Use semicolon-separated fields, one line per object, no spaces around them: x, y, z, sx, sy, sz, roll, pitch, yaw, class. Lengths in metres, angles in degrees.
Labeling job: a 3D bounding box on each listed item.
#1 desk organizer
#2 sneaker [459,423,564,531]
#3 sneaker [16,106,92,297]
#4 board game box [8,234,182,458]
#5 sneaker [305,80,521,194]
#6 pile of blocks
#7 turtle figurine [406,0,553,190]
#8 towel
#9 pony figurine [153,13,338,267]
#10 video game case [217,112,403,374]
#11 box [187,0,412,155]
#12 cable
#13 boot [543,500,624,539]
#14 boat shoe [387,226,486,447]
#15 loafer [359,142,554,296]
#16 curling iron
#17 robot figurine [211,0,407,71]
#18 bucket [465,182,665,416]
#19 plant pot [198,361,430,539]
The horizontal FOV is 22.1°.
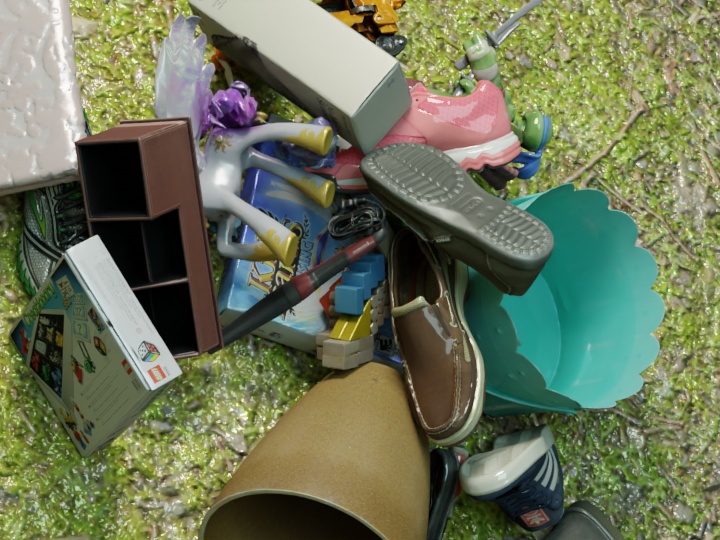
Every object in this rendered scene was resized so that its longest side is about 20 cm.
-0.176;-0.021;1.534;0.077;0.071;0.202;-31;117;-60;desk organizer
0.142;0.191;1.609;0.200;0.075;0.085;-14;87;-71;sneaker
-0.254;-0.053;1.567;0.078;0.085;0.201;-7;75;-26;sneaker
-0.216;0.065;1.473;0.034;0.200;0.127;-29;84;-30;board game box
0.040;-0.121;1.646;0.199;0.074;0.087;-12;97;-4;sneaker
0.000;0.000;1.616;0.201;0.062;0.082;-60;139;-33;pile of blocks
0.084;-0.182;1.731;0.192;0.144;0.202;-1;106;-13;turtle figurine
-0.330;-0.153;1.556;0.190;0.032;0.201;-12;73;5;towel
-0.120;-0.102;1.596;0.199;0.167;0.194;14;79;20;pony figurine
-0.026;-0.022;1.679;0.180;0.045;0.201;18;65;-16;video game case
-0.053;-0.192;1.613;0.200;0.082;0.068;37;79;24;box
0.069;0.234;1.596;0.050;0.097;0.201;9;69;-16;cable
0.182;0.313;1.614;0.182;0.073;0.200;44;44;12;boot
0.053;0.051;1.552;0.075;0.074;0.203;36;35;-41;boat shoe
0.074;-0.040;1.552;0.075;0.070;0.200;-28;50;-33;loafer
-0.056;0.008;1.584;0.026;0.200;0.050;35;18;-54;curling iron
-0.051;-0.247;1.745;0.199;0.058;0.146;-7;74;-25;robot figurine
0.160;0.035;1.665;0.206;0.134;0.209;12;69;-35;bucket
-0.014;0.179;1.548;0.186;0.186;0.201;34;44;-8;plant pot
